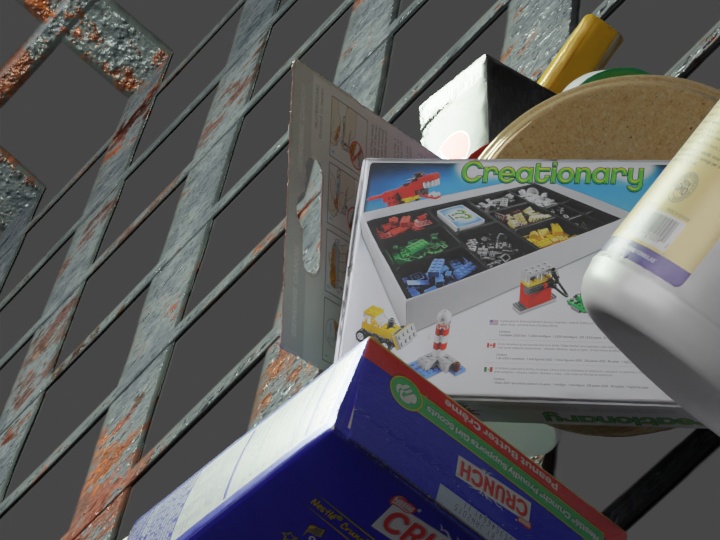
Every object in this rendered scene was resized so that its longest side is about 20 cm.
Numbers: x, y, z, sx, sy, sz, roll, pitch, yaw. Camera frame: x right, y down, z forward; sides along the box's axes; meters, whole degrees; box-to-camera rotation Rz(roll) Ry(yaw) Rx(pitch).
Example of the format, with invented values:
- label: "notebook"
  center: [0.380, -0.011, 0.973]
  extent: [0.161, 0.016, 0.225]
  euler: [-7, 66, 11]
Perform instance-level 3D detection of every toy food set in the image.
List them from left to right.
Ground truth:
- label: "toy food set"
  center: [0.132, -0.010, 1.500]
  extent: [0.049, 0.197, 0.201]
  euler: [55, -133, -62]

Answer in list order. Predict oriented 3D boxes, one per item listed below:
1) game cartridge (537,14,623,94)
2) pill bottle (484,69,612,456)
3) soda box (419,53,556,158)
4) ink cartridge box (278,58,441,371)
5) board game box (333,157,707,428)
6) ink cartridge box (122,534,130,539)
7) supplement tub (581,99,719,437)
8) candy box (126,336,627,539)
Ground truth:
- label: "game cartridge"
  center: [0.086, -0.059, 1.937]
  extent: [0.200, 0.032, 0.176]
  euler: [-53, -1, -14]
- label: "pill bottle"
  center: [0.115, -0.003, 1.605]
  extent: [0.200, 0.112, 0.112]
  euler: [-57, 15, -29]
- label: "soda box"
  center: [0.080, -0.025, 1.753]
  extent: [0.063, 0.071, 0.201]
  euler: [-39, 36, 37]
- label: "ink cartridge box"
  center: [0.000, 0.000, 1.591]
  extent: [0.050, 0.200, 0.162]
  euler: [-12, 65, 32]
- label: "board game box"
  center: [0.090, 0.009, 1.456]
  extent: [0.035, 0.199, 0.127]
  euler: [54, -139, -62]
- label: "ink cartridge box"
  center: [-0.076, 0.154, 1.818]
  extent: [0.200, 0.048, 0.145]
  euler: [-36, 10, -18]
- label: "supplement tub"
  center: [0.206, -0.023, 1.295]
  extent: [0.200, 0.145, 0.145]
  euler: [-50, 13, -5]
- label: "candy box"
  center: [-0.002, 0.147, 1.453]
  extent: [0.200, 0.169, 0.077]
  euler: [-38, 20, 38]
